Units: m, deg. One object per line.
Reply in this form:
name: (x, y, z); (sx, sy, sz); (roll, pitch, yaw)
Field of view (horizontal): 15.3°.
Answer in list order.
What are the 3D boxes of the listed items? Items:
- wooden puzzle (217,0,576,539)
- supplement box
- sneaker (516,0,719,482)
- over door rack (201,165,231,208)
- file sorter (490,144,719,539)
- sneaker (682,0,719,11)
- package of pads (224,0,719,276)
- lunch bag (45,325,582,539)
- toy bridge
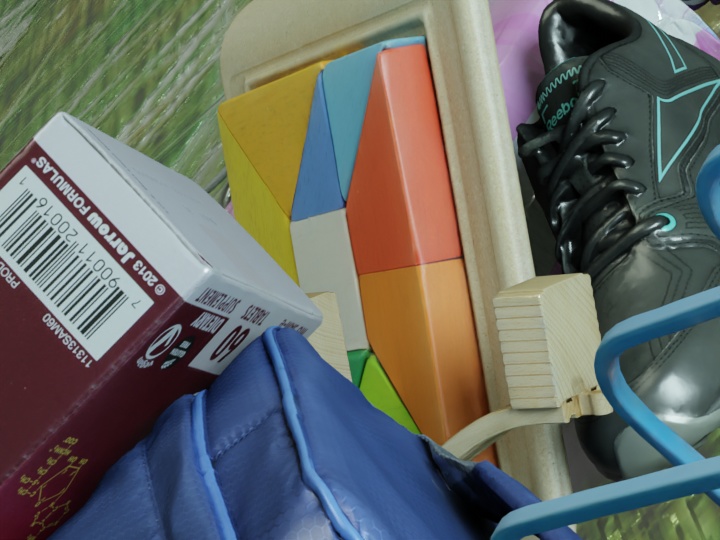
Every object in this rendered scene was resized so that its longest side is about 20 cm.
wooden puzzle: (0.000, 0.000, 0.823); (0.185, 0.037, 0.200); (168, 97, -65)
supplement box: (-0.110, 0.058, 0.694); (0.200, 0.061, 0.109); (-45, -15, 5)
sneaker: (0.076, -0.013, 0.785); (0.075, 0.079, 0.200); (-39, 20, 26)
over door rack: (-0.062, 0.001, 1.102); (0.200, 0.067, 0.148); (-32, 9, -24)
file sorter: (0.092, 0.074, 0.461); (0.139, 0.123, 0.200); (-24, 29, 57)
sneaker: (0.138, -0.122, 0.917); (0.088, 0.074, 0.200); (-61, 6, 5)
package of pads: (0.034, -0.039, 0.957); (0.121, 0.076, 0.200); (-53, 16, -18)
lunch bag: (-0.004, 0.100, 0.620); (0.132, 0.136, 0.200); (-48, 16, 4)
toy bridge: (-0.013, 0.040, 0.757); (0.200, 0.067, 0.027); (-4, 10, 39)
